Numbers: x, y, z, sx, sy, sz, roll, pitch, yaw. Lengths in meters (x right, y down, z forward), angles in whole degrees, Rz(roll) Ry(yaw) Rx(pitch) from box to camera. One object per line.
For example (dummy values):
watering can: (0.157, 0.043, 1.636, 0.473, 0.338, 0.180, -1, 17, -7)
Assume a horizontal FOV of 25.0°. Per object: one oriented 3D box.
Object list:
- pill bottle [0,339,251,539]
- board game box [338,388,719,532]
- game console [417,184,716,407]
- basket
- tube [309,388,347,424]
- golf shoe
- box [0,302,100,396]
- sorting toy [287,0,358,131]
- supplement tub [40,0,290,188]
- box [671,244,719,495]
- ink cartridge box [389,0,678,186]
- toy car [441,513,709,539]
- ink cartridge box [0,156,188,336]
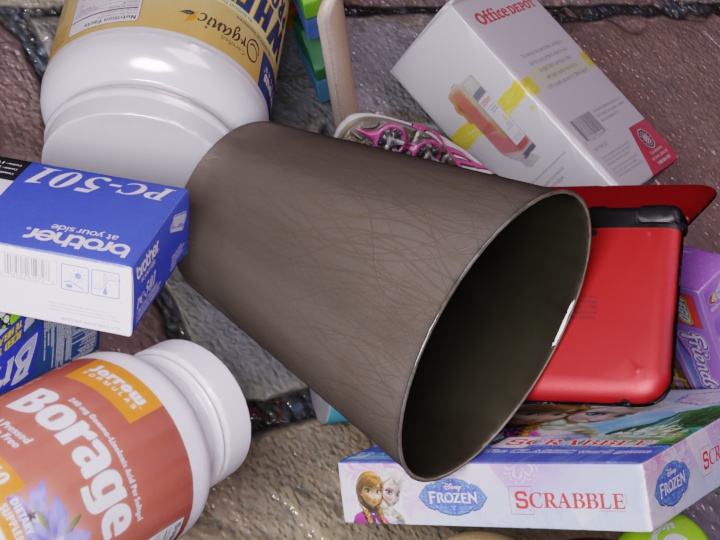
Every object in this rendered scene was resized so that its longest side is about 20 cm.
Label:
pill bottle: (-0.151, 0.109, 0.840, 0.112, 0.112, 0.200, 51, 41, 9)
board game box: (0.124, 0.111, 0.984, 0.199, 0.199, 0.041, -14, 98, -56)
game console: (0.111, 0.010, 1.017, 0.119, 0.199, 0.173, 38, 55, -61)
basket: (0.000, 0.000, 0.928, 0.200, 0.136, 0.181, 25, 72, 33)
tube: (0.068, 0.065, 1.052, 0.199, 0.051, 0.078, -4, 34, -16)
golf shoe: (0.042, -0.065, 1.171, 0.200, 0.073, 0.092, 28, 13, -44)
box: (-0.228, 0.044, 0.852, 0.070, 0.064, 0.200, 21, 31, 27)
sorting toy: (-0.045, -0.213, 1.179, 0.036, 0.185, 0.200, -16, 63, -3)
supplement tub: (-0.123, -0.136, 1.039, 0.144, 0.144, 0.201, 23, 53, -23)
box: (0.212, 0.065, 1.092, 0.039, 0.137, 0.200, -40, 124, -23)
ink cartridge box: (0.139, -0.124, 1.289, 0.200, 0.083, 0.145, 50, 32, 7)
toy car: (0.075, 0.210, 0.911, 0.199, 0.164, 0.158, 16, 50, -13)
ink cartridge box: (-0.200, -0.023, 0.865, 0.199, 0.044, 0.094, 10, 30, 8)
